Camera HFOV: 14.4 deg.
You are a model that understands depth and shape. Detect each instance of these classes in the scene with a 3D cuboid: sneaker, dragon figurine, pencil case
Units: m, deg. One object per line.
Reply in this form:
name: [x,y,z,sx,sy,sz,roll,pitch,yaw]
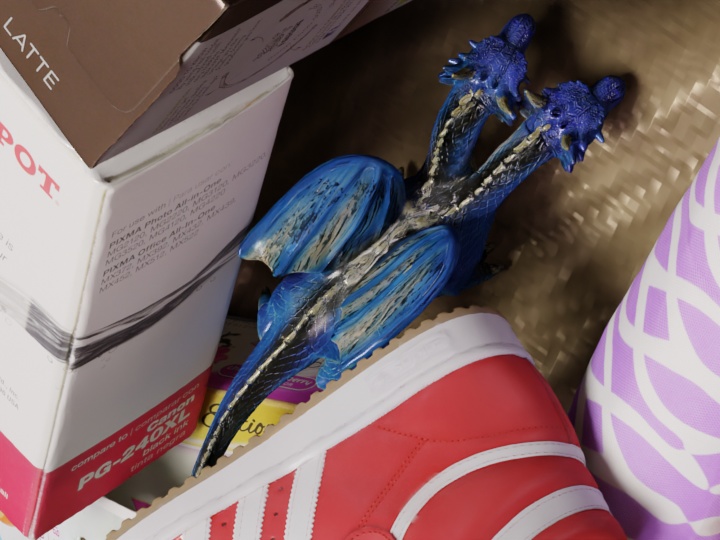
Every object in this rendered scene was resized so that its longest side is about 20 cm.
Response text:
sneaker: [-0.010,0.111,0.875,0.200,0.071,0.113,-38,58,6]
dragon figurine: [0.000,0.000,0.917,0.059,0.200,0.099,46,170,13]
pencil case: [0.119,0.030,0.877,0.085,0.084,0.201,13,132,-12]

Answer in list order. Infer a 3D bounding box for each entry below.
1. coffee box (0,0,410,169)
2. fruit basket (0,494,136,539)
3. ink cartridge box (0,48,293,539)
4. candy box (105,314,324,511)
coffee box: [-0.029,-0.126,0.832,0.115,0.200,0.080,51,133,5]
fruit basket: [-0.098,0.159,1.025,0.199,0.094,0.186,21,124,34]
ink cartridge box: [-0.110,-0.032,0.925,0.145,0.083,0.201,46,146,20]
candy box: [-0.029,0.121,1.054,0.136,0.061,0.201,8,116,37]
